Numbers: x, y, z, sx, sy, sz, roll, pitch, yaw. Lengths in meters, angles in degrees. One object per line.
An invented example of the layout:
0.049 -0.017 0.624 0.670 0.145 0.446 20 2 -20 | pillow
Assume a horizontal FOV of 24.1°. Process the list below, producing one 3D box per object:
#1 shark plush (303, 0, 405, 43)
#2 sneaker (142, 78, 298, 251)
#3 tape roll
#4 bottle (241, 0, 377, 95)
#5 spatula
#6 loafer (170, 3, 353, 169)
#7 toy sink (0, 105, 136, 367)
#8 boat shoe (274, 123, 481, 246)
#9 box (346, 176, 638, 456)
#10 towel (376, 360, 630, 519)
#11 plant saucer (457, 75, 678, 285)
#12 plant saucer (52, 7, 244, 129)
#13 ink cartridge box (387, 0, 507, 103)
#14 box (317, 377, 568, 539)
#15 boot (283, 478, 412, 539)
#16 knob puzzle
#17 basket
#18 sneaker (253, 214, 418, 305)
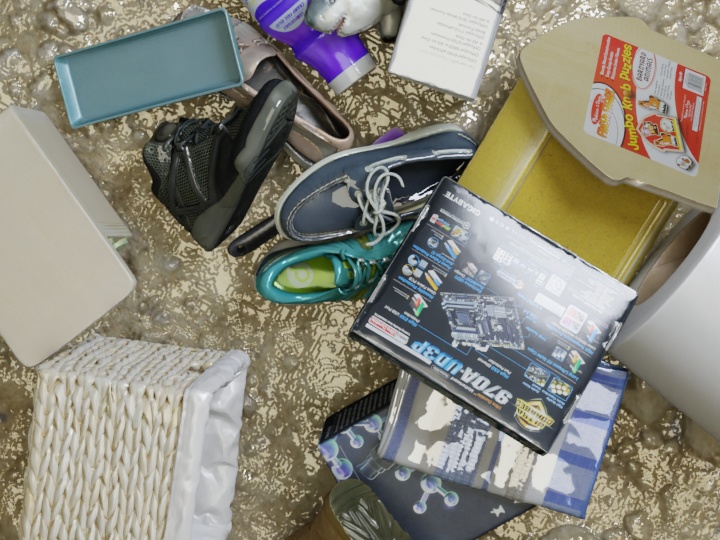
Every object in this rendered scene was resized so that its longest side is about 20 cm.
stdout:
0.012 -0.297 1.482 0.083 0.091 0.201 14 84 -1 | shark plush
-0.133 -0.114 1.509 0.114 0.076 0.200 39 136 3 | sneaker
0.325 0.031 1.472 0.139 0.203 0.203 38 98 -3 | tape roll
-0.062 -0.251 1.518 0.083 0.065 0.200 -33 96 33 | bottle
-0.037 -0.064 1.565 0.199 0.021 0.057 -28 128 11 | spatula
-0.084 -0.174 1.526 0.200 0.063 0.072 42 63 -7 | loafer
-0.294 -0.030 1.536 0.130 0.112 0.200 -37 86 7 | toy sink
0.021 -0.071 1.514 0.199 0.062 0.075 -19 123 -16 | boat shoe
0.113 0.039 1.435 0.199 0.046 0.159 31 80 3 | box
0.123 0.125 1.476 0.199 0.024 0.148 17 98 0 | towel
0.183 -0.045 1.515 0.199 0.048 0.201 29 97 -20 | plant saucer
-0.190 -0.181 1.523 0.199 0.019 0.070 -11 97 30 | plant saucer
0.091 -0.256 1.474 0.083 0.145 0.201 17 98 0 | ink cartridge box
0.082 0.163 1.548 0.199 0.107 0.149 -30 95 7 | box
-0.005 0.294 1.518 0.066 0.200 0.176 -19 68 -32 | boot
0.227 -0.146 1.485 0.218 0.031 0.221 10 55 -14 | knob puzzle
-0.201 0.173 1.522 0.160 0.198 0.201 8 99 6 | basket
0.000 0.000 1.545 0.199 0.080 0.078 -12 98 3 | sneaker
